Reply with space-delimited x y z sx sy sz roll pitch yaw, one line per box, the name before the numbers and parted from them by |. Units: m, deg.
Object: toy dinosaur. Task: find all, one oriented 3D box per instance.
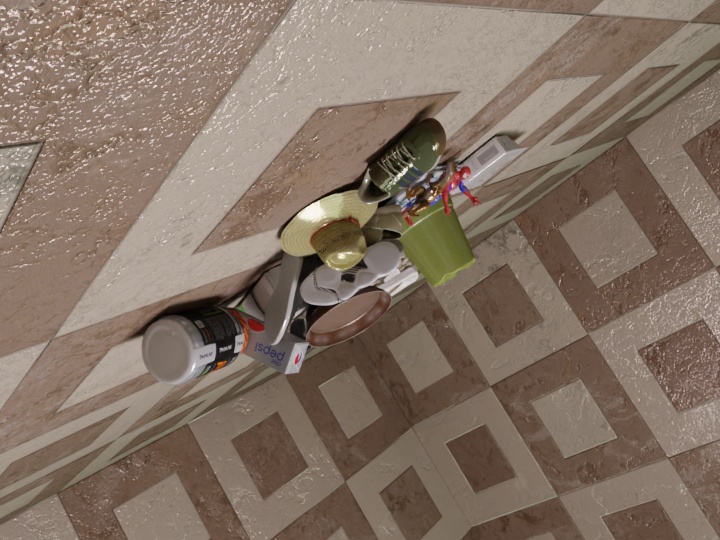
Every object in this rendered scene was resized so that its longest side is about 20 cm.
toy dinosaur | 0.121 -0.137 1.371 0.200 0.061 0.106 -39 170 38

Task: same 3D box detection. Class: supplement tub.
supplement tub | -0.301 0.133 1.287 0.122 0.123 0.200 -35 171 22

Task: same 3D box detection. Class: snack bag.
snack bag | 0.110 -0.160 1.466 0.199 0.022 0.188 -38 170 32

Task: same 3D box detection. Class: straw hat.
straw hat | -0.036 -0.048 1.194 0.199 0.086 0.202 -27 158 -12

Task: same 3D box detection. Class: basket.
basket | 0.073 -0.002 1.898 0.135 0.124 0.200 -32 171 2

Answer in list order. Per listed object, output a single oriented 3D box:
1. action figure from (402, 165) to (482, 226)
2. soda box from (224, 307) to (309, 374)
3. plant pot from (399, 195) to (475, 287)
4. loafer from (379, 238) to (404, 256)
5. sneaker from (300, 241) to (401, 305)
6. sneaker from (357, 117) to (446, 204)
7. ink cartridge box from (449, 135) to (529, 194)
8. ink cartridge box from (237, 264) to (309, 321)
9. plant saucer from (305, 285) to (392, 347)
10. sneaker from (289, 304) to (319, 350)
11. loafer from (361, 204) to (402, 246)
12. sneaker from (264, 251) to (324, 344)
action figure | 0.170 -0.135 1.443 0.200 0.100 0.065 -42 168 36
soda box | -0.208 0.139 1.396 0.063 0.198 0.069 10 101 -67
plant pot | 0.179 -0.070 1.660 0.199 0.191 0.200 -31 173 -4
loafer | 0.000 0.000 1.406 0.198 0.070 0.070 -28 161 -8
sneaker | -0.020 0.010 1.305 0.198 0.076 0.115 -25 179 -4
sneaker | 0.058 -0.160 1.089 0.089 0.067 0.200 -34 177 -28
ink cartridge box | 0.288 -0.245 1.570 0.160 0.050 0.200 -38 175 31
ink cartridge box | -0.161 0.054 1.475 0.145 0.085 0.200 -27 170 -36
plant saucer | -0.029 0.090 1.419 0.198 0.035 0.201 -25 154 -13
sneaker | -0.079 0.113 1.548 0.114 0.076 0.201 -21 163 -35
loafer | 0.008 -0.078 1.344 0.198 0.069 0.076 -18 166 -29
sneaker | -0.117 0.053 1.328 0.098 0.070 0.202 7 106 -44
